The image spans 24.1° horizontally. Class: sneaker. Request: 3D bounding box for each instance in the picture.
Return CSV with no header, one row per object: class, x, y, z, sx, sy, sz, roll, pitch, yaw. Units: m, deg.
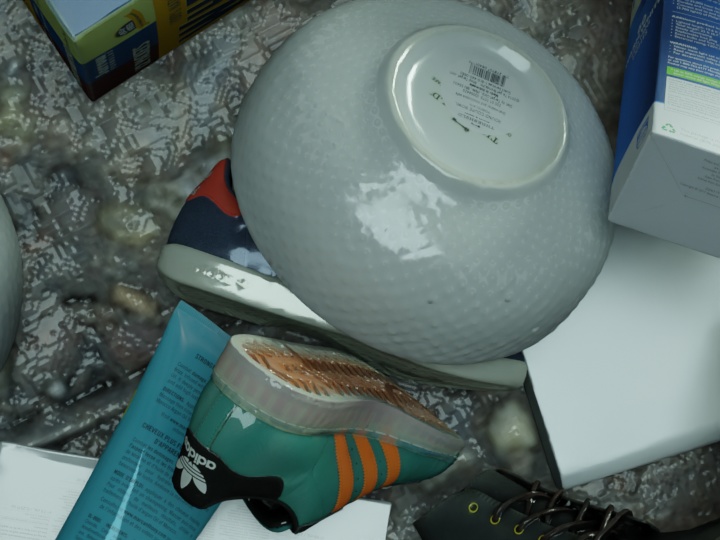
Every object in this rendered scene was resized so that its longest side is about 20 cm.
sneaker,0.107,0.134,0.822,0.075,0.200,0.106,-20,80,-52
sneaker,-0.022,0.086,0.821,0.071,0.200,0.080,39,100,32
sneaker,0.000,0.000,0.876,0.200,0.075,0.085,21,77,-6

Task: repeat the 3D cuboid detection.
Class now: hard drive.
hard drive,0.182,0.026,0.911,0.200,0.026,0.132,-16,85,-6

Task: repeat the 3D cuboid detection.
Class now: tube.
tube,-0.107,0.118,0.816,0.077,0.050,0.200,37,74,-19

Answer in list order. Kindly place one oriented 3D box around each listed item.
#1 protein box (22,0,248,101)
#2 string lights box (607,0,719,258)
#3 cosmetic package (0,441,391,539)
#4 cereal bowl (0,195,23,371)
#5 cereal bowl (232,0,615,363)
protein box,-0.112,-0.232,0.861,0.200,0.135,0.199,-34,88,-8
string lights box,0.188,-0.091,0.852,0.103,0.059,0.200,19,41,-2
cosmetic package,-0.090,0.144,0.861,0.200,0.051,0.083,10,79,-4
cereal bowl,-0.273,0.002,0.847,0.200,0.083,0.200,0,83,-4
cereal bowl,0.042,-0.059,0.838,0.200,0.083,0.200,10,59,-16
